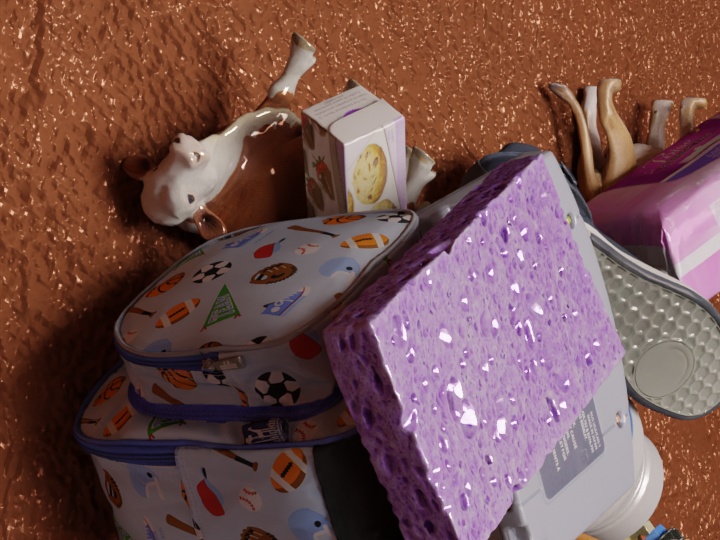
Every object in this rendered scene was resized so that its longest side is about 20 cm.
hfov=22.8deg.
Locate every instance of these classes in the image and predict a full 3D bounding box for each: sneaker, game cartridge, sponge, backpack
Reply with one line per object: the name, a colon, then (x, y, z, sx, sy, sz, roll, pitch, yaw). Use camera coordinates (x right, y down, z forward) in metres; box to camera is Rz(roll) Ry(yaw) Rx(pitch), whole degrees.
sneaker: (0.142, 0.001, 1.108, 0.202, 0.146, 0.077, 39, 99, -27)
game cartridge: (0.091, 0.044, 0.958, 0.133, 0.041, 0.201, -28, 107, -45)
sponge: (0.056, 0.033, 0.792, 0.200, 0.030, 0.112, -42, 113, -54)
backpack: (-0.038, 0.064, 0.839, 0.200, 0.190, 0.155, -39, 110, -54)

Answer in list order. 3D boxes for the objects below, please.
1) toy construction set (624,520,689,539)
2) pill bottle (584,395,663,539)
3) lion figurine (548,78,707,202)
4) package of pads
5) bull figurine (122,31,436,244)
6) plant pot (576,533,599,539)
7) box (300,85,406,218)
toy construction set: (0.159, 0.229, 1.143, 0.092, 0.131, 0.200, 33, 46, 7)
pill bottle: (0.104, 0.097, 1.088, 0.200, 0.112, 0.113, 39, 56, -45)
lion figurine: (0.202, -0.068, 1.288, 0.199, 0.072, 0.123, 5, 89, -39)
package of pads: (0.235, -0.046, 1.197, 0.200, 0.120, 0.076, -34, 108, -29)
bull figurine: (-0.035, -0.045, 0.943, 0.122, 0.065, 0.200, -49, 142, -1)
plant pot: (0.067, 0.224, 0.969, 0.200, 0.200, 0.141, 1, 105, -53)
box: (0.000, 0.000, 0.929, 0.041, 0.039, 0.201, -25, 134, -26)
